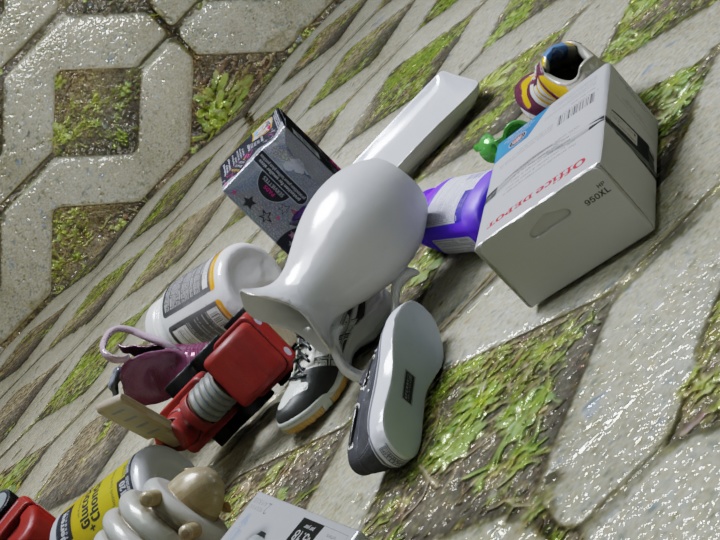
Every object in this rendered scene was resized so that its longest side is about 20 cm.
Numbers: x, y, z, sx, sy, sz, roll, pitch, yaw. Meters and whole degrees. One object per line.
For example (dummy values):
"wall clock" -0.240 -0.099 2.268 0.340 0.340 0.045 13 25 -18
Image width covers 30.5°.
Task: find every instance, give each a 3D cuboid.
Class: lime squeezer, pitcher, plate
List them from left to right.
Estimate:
"pitcher" 0.000 0.000 1.350 0.201 0.171 0.121 -52 -3 -18
"plate" 0.076 -0.187 1.810 0.200 0.032 0.200 -47 17 1
"lime squeezer" 0.179 -0.152 1.507 0.070 0.038 0.199 -18 -2 -36

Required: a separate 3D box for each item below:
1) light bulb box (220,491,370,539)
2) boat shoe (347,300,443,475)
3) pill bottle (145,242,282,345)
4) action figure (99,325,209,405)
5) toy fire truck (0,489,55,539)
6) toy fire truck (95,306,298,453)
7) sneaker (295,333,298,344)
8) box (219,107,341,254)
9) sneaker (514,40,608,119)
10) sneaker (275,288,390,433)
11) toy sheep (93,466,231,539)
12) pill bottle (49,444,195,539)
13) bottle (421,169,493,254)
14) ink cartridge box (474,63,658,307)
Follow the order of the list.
"light bulb box" -0.060 0.282 0.918 0.200 0.125 0.198 -50 18 -18
"boat shoe" 0.027 0.110 1.213 0.066 0.070 0.201 -33 29 32
"pill bottle" -0.199 0.049 1.779 0.199 0.116 0.117 -28 24 43
"action figure" -0.198 0.107 1.597 0.198 0.150 0.135 -10 35 6
"toy fire truck" -0.439 0.373 1.618 0.177 0.129 0.199 -51 31 -15
"toy fire truck" -0.173 0.128 1.422 0.176 0.129 0.200 -44 1 24
"sneaker" -0.094 0.055 1.560 0.077 0.076 0.199 -27 2 -34
"box" -0.067 -0.081 1.622 0.115 0.200 0.132 -45 17 7
"sneaker" 0.214 -0.205 1.391 0.075 0.090 0.200 -43 26 -11
"sneaker" -0.047 0.079 1.409 0.075 0.088 0.201 -16 35 54
"toy sheep" -0.197 0.273 1.257 0.201 0.138 0.138 -51 17 -1
"pill bottle" -0.260 0.282 1.408 0.199 0.112 0.112 -38 18 22
"bottle" 0.103 -0.059 1.401 0.084 0.065 0.200 -55 19 -17
"ink cartridge box" 0.192 -0.080 1.208 0.144 0.084 0.201 -36 19 31
